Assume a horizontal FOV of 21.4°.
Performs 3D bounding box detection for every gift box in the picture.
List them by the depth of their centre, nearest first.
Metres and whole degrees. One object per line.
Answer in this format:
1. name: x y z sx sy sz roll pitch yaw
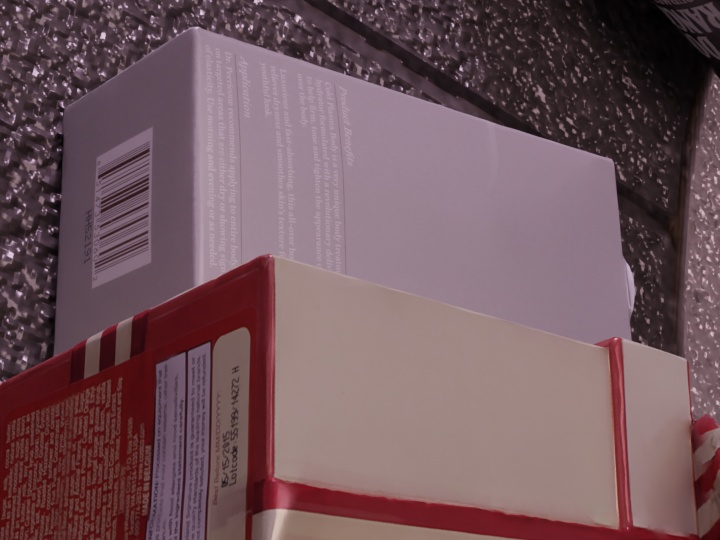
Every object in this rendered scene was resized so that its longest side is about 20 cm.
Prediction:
1. gift box: 0.008 0.113 0.548 0.185 0.199 0.187 16 69 -38

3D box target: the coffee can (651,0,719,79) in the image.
1. coffee can: 0.154 -0.196 0.827 0.200 0.146 0.147 42 51 -21

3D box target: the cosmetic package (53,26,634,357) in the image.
1. cosmetic package: 0.000 0.000 0.659 0.199 0.090 0.108 17 63 -39
